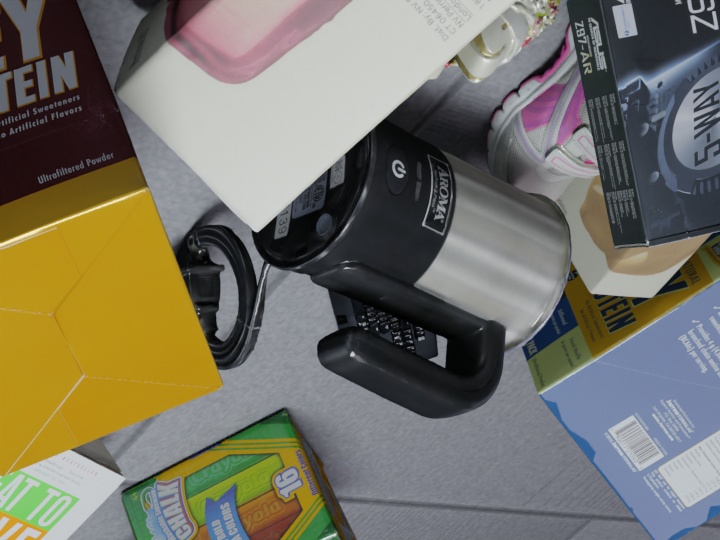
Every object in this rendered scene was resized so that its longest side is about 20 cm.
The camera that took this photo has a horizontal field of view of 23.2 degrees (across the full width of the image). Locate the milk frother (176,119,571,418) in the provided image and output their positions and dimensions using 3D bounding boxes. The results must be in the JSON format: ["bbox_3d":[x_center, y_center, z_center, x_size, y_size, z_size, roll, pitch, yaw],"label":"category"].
[{"bbox_3d":[0.000,0.000,1.169,0.187,0.182,0.199,24,168,-37],"label":"milk frother"}]

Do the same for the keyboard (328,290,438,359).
[{"bbox_3d":[0.033,0.028,1.329,0.103,0.040,0.200,-23,149,-5],"label":"keyboard"}]

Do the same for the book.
[{"bbox_3d":[-0.286,0.189,1.279,0.200,0.048,0.133,-47,144,5],"label":"book"}]

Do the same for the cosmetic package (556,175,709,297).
[{"bbox_3d":[0.221,-0.083,1.244,0.071,0.106,0.200,3,136,-38],"label":"cosmetic package"}]

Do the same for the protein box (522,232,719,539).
[{"bbox_3d":[0.259,0.071,1.392,0.199,0.135,0.199,-34,119,12],"label":"protein box"}]

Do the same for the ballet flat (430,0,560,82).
[{"bbox_3d":[0.046,-0.142,1.069,0.198,0.064,0.076,-8,145,-28],"label":"ballet flat"}]

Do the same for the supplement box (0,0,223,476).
[{"bbox_3d":[-0.180,-0.040,0.921,0.132,0.201,0.198,-21,148,-6],"label":"supplement box"}]

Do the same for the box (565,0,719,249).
[{"bbox_3d":[0.217,-0.127,1.101,0.159,0.202,0.043,-12,-178,-22],"label":"box"}]

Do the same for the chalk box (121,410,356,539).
[{"bbox_3d":[-0.111,0.229,1.434,0.199,0.125,0.124,-28,149,0],"label":"chalk box"}]

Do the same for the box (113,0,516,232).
[{"bbox_3d":[-0.019,-0.141,0.924,0.200,0.128,0.109,-40,109,16],"label":"box"}]

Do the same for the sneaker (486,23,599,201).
[{"bbox_3d":[0.156,-0.100,1.184,0.081,0.089,0.201,-2,141,-33],"label":"sneaker"}]
